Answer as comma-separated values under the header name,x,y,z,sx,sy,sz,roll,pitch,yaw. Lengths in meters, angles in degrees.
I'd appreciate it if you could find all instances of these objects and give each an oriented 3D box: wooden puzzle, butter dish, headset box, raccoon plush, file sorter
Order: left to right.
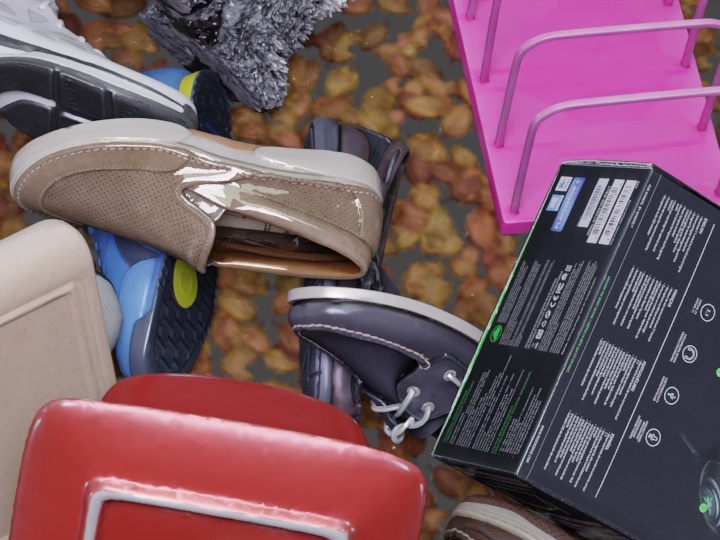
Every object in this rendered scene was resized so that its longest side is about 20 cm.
name,x,y,z,sx,sy,sz,roll,pitch,yaw
wooden puzzle,-0.207,0.088,1.510,0.185,0.200,0.037,-27,40,-22
butter dish,-0.073,0.124,1.522,0.199,0.200,0.148,10,34,-2
raccoon plush,-0.048,-0.173,1.686,0.097,0.200,0.134,37,80,3
file sorter,0.138,-0.143,1.726,0.139,0.126,0.200,-5,59,-10
headset box,0.168,0.064,1.546,0.200,0.093,0.175,28,81,-25

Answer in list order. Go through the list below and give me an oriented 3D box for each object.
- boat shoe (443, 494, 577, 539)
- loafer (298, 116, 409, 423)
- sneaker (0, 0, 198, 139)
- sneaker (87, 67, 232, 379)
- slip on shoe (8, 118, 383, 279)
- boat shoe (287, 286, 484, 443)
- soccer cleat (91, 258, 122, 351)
name,x,y,z,sx,sy,sz,roll,pitch,yaw
boat shoe,0.117,0.197,1.546,0.202,0.075,0.075,35,71,16
loafer,0.000,0.000,1.655,0.063,0.072,0.200,5,55,-9
sneaker,-0.171,-0.136,1.645,0.200,0.076,0.116,18,56,5
sneaker,-0.123,-0.021,1.662,0.078,0.066,0.201,-5,61,20
slip on shoe,-0.087,-0.031,1.583,0.199,0.076,0.061,7,55,-10
boat shoe,0.040,0.064,1.580,0.200,0.073,0.063,26,70,-33
soccer cleat,-0.227,0.032,1.582,0.199,0.070,0.086,-2,40,6
